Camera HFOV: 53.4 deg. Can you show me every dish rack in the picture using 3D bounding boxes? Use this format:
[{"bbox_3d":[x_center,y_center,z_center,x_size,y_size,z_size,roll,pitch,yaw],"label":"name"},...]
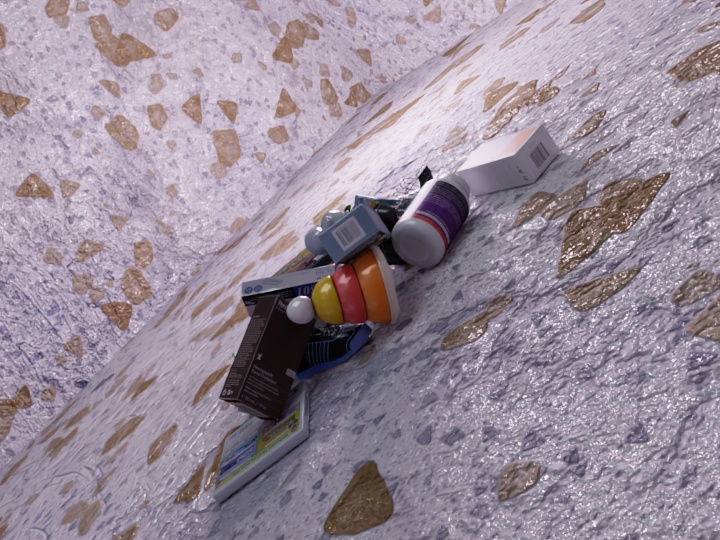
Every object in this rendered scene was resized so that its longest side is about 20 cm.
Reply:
[{"bbox_3d":[0.103,-0.121,1.512,0.054,0.155,0.201,12,48,29],"label":"dish rack"}]

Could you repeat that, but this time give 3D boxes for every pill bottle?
[{"bbox_3d":[0.149,-0.106,1.429,0.112,0.113,0.201,-21,25,48],"label":"pill bottle"}]

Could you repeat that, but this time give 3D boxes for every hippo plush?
[{"bbox_3d":[-0.040,-0.052,1.623,0.199,0.161,0.160,-36,16,14],"label":"hippo plush"}]

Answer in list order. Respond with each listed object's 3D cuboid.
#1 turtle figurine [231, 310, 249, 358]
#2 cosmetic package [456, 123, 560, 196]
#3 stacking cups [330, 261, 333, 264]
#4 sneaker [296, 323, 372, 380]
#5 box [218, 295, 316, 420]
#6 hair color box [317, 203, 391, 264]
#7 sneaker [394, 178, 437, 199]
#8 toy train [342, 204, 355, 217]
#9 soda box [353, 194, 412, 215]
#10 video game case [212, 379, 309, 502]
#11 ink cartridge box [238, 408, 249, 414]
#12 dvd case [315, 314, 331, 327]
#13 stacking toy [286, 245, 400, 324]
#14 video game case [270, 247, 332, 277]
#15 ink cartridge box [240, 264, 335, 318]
[{"bbox_3d":[-0.204,0.126,1.620,0.100,0.150,0.201,35,86,30],"label":"turtle figurine"},{"bbox_3d":[0.299,-0.223,1.466,0.102,0.071,0.199,-47,17,-21],"label":"cosmetic package"},{"bbox_3d":[-0.105,0.005,1.829,0.198,0.061,0.061,-26,21,28],"label":"stacking cups"},{"bbox_3d":[-0.071,0.138,1.354,0.199,0.078,0.070,-32,18,27],"label":"sneaker"},{"bbox_3d":[-0.165,0.157,1.291,0.074,0.100,0.203,-10,55,49],"label":"box"},{"bbox_3d":[-0.006,-0.063,1.324,0.098,0.061,0.200,-36,-4,7],"label":"hair color box"},{"bbox_3d":[0.156,-0.166,1.664,0.198,0.076,0.092,-12,24,44],"label":"sneaker"},{"bbox_3d":[0.021,-0.118,1.597,0.199,0.041,0.057,-11,-55,-56],"label":"toy train"},{"bbox_3d":[0.060,-0.123,1.550,0.063,0.070,0.199,12,8,31],"label":"soda box"},{"bbox_3d":[-0.171,0.298,1.269,0.199,0.022,0.182,-38,16,8],"label":"video game case"},{"bbox_3d":[-0.196,0.174,1.422,0.094,0.044,0.203,-116,42,-73],"label":"ink cartridge box"},{"bbox_3d":[-0.126,0.095,1.528,0.148,0.025,0.201,10,49,26],"label":"dvd case"},{"bbox_3d":[-0.038,0.049,1.287,0.197,0.148,0.146,-16,15,-6],"label":"stacking toy"},{"bbox_3d":[-0.138,-0.013,1.793,0.199,0.026,0.180,-40,19,-12],"label":"video game case"},{"bbox_3d":[-0.138,0.052,1.477,0.197,0.095,0.045,-12,44,5],"label":"ink cartridge box"}]
